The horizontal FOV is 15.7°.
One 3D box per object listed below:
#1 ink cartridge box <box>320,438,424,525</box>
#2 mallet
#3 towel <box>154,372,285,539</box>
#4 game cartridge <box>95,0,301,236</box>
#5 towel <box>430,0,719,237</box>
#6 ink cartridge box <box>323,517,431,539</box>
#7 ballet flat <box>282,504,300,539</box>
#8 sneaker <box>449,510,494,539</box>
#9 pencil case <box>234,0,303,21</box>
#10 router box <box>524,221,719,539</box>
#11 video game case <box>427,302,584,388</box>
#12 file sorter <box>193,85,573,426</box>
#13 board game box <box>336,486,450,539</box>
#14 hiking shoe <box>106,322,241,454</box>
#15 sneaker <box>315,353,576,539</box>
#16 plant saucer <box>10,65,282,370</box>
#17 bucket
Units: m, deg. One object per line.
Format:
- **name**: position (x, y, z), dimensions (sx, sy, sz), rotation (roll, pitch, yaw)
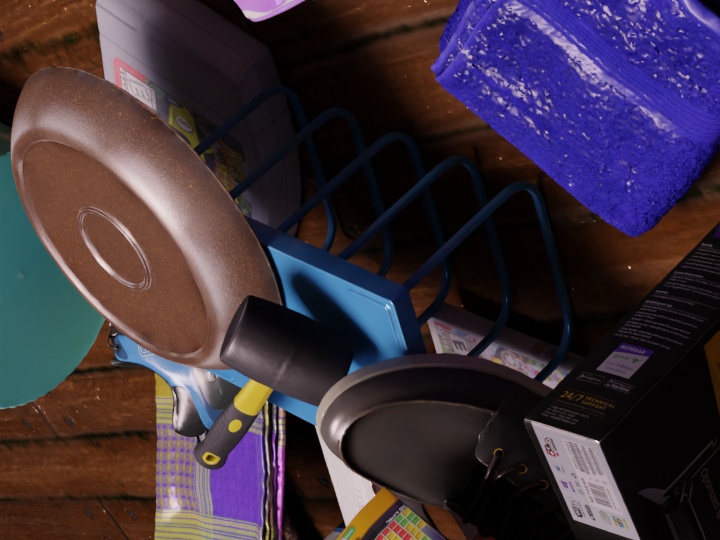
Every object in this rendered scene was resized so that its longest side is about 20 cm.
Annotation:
- **ink cartridge box**: position (0.024, 0.155, 1.535), dimensions (0.200, 0.047, 0.161), rotation (173, 80, -82)
- **mallet**: position (-0.049, 0.073, 1.400), dimensions (0.066, 0.041, 0.200), rotation (21, 154, 0)
- **towel**: position (-0.098, 0.115, 1.725), dimensions (0.143, 0.023, 0.201), rotation (6, 97, 52)
- **game cartridge**: position (-0.093, -0.080, 1.552), dimensions (0.133, 0.041, 0.200), rotation (31, 149, 23)
- **towel**: position (0.109, -0.103, 1.199), dimensions (0.148, 0.050, 0.200), rotation (45, 153, 8)
- **ink cartridge box**: position (0.039, 0.249, 1.724), dimensions (0.039, 0.099, 0.200), rotation (-2, 124, 57)
- **ballet flat**: position (-0.070, 0.199, 1.851), dimensions (0.069, 0.071, 0.201), rotation (12, 137, 48)
- **sneaker**: position (0.100, 0.206, 1.565), dimensions (0.201, 0.108, 0.067), rotation (42, 153, 12)
- **pencil case**: position (-0.068, -0.220, 1.279), dimensions (0.085, 0.084, 0.200), rotation (-18, 115, 36)
- **router box**: position (0.176, 0.101, 1.255), dimensions (0.052, 0.157, 0.201), rotation (15, 138, 47)
- **video game case**: position (0.131, 0.102, 1.469), dimensions (0.199, 0.018, 0.144), rotation (21, 143, 37)
- **file sorter**: position (0.000, 0.000, 1.420), dimensions (0.200, 0.123, 0.139), rotation (24, 146, 39)
- **board game box**: position (0.090, 0.208, 1.287), dimensions (0.200, 0.057, 0.165), rotation (44, 174, -40)
- **hiking shoe**: position (-0.140, 0.018, 1.657), dimensions (0.200, 0.087, 0.074), rotation (48, -172, 22)
- **sneaker**: position (0.077, 0.109, 1.303), dimensions (0.199, 0.106, 0.075), rotation (13, 125, -18)
- **plant saucer**: position (-0.124, -0.019, 1.411), dimensions (0.200, 0.032, 0.201), rotation (37, 151, 24)
- **bucket**: position (-0.269, -0.009, 1.734), dimensions (0.134, 0.207, 0.208), rotation (15, 139, 39)
